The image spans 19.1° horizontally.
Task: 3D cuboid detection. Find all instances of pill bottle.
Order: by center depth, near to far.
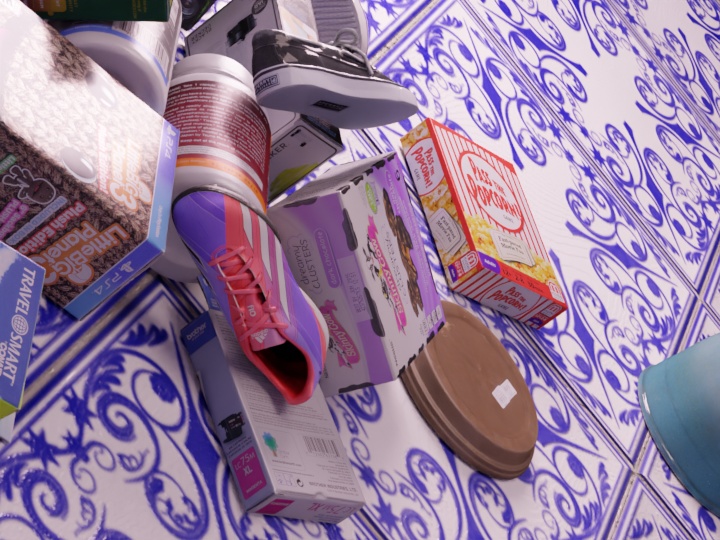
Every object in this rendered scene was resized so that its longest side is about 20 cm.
[{"bbox_3d":[-0.208,-0.195,1.782,0.114,0.114,0.200,41,28,-25],"label":"pill bottle"},{"bbox_3d":[-0.131,-0.091,1.783,0.113,0.113,0.200,39,30,-27],"label":"pill bottle"}]

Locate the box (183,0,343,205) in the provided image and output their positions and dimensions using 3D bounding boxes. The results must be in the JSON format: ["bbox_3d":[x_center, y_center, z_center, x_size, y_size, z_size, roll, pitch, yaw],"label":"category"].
[{"bbox_3d":[-0.090,-0.160,1.937,0.060,0.117,0.200,33,31,-39],"label":"box"}]

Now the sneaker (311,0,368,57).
[{"bbox_3d":[-0.021,-0.287,2.261,0.114,0.073,0.201,19,42,-54],"label":"sneaker"}]

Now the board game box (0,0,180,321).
[{"bbox_3d":[-0.244,-0.091,1.612,0.200,0.097,0.160,39,29,-27],"label":"board game box"}]

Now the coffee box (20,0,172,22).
[{"bbox_3d":[-0.244,-0.247,1.721,0.123,0.199,0.044,-88,178,-52],"label":"coffee box"}]

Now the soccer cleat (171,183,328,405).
[{"bbox_3d":[-0.083,0.018,1.658,0.073,0.068,0.200,-88,153,-50],"label":"soccer cleat"}]

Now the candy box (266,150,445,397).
[{"bbox_3d":[0.000,0.000,1.853,0.200,0.071,0.168,-42,117,-71],"label":"candy box"}]

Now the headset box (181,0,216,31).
[{"bbox_3d":[-0.134,-0.339,1.998,0.093,0.200,0.174,33,27,-3],"label":"headset box"}]

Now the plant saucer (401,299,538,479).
[{"bbox_3d":[0.104,0.105,2.034,0.200,0.029,0.200,40,28,-27],"label":"plant saucer"}]

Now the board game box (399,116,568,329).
[{"bbox_3d":[0.128,-0.049,2.240,0.151,0.046,0.200,24,38,-46],"label":"board game box"}]

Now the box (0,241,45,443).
[{"bbox_3d":[-0.290,0.018,1.434,0.200,0.048,0.122,35,45,-34],"label":"box"}]

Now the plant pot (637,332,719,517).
[{"bbox_3d":[0.440,0.144,2.364,0.200,0.188,0.200,38,30,-27],"label":"plant pot"}]

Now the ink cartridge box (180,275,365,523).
[{"bbox_3d":[-0.075,0.104,1.720,0.119,0.042,0.200,16,47,-52],"label":"ink cartridge box"}]

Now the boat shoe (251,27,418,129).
[{"bbox_3d":[-0.024,-0.167,1.839,0.199,0.073,0.068,5,68,-47],"label":"boat shoe"}]
